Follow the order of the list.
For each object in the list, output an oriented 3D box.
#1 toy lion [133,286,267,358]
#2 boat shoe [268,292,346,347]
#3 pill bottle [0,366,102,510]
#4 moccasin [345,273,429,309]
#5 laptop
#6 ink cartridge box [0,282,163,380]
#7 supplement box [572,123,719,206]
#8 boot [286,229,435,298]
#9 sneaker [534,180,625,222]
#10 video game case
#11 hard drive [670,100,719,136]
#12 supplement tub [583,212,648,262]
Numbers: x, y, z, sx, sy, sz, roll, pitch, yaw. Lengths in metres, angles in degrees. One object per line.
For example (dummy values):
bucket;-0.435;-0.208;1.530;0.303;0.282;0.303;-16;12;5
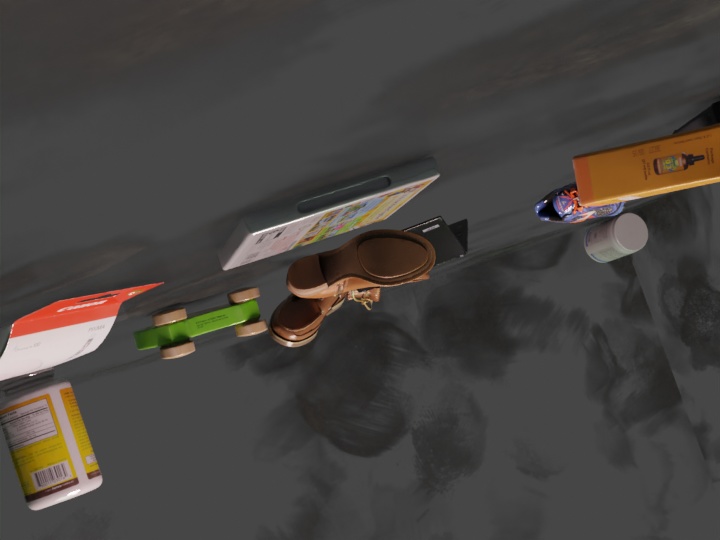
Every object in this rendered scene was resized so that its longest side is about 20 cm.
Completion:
toy lion;-0.241;0.078;1.742;0.200;0.069;0.192;-16;-177;-39
boat shoe;-0.073;0.041;1.763;0.068;0.072;0.200;-66;172;30
pill bottle;-0.443;0.225;1.688;0.109;0.200;0.109;-19;176;-1
moccasin;0.020;0.025;2.091;0.201;0.078;0.074;-19;176;-7
laptop;0.061;-0.046;1.801;0.177;0.103;0.200;-20;-158;14
ink cartridge box;-0.322;0.071;1.264;0.200;0.057;0.162;-16;178;32
supplement box;0.366;-0.127;1.477;0.200;0.067;0.069;-10;175;34
boot;0.000;0.000;1.612;0.200;0.077;0.155;-17;175;1
sneaker;0.344;-0.107;1.888;0.078;0.075;0.200;-14;173;-25
video game case;-0.036;-0.051;1.137;0.182;0.023;0.200;-18;175;-15
hard drive;0.489;-0.202;1.544;0.139;0.033;0.200;-19;177;-1
supplement tub;0.829;-0.105;3.924;0.132;0.132;0.200;-18;177;-22
